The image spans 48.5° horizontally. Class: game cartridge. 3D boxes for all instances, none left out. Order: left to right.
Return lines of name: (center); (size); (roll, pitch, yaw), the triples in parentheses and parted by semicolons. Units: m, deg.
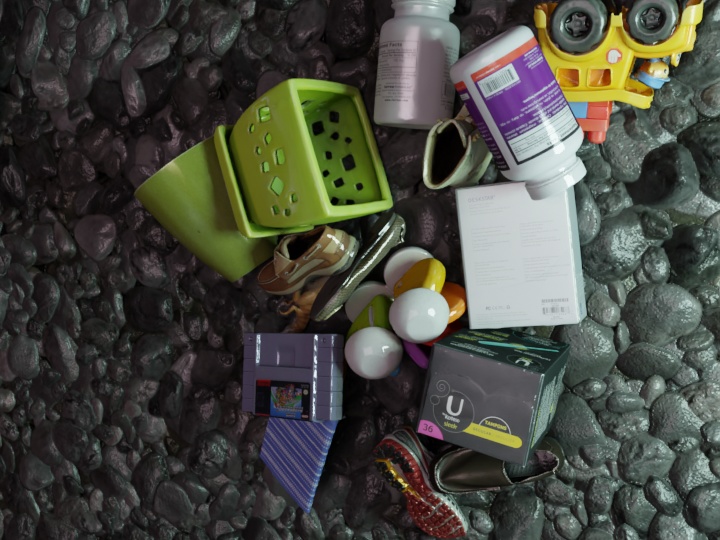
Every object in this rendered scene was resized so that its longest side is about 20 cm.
game cartridge: (-0.107, 0.159, 1.208); (0.200, 0.038, 0.130); (-4, 79, 42)

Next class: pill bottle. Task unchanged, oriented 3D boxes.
pill bottle: (0.082, -0.305, 1.132); (0.114, 0.114, 0.201); (8, 98, 23)
pill bottle: (0.202, -0.193, 0.997); (0.112, 0.112, 0.200); (-26, 103, 24)

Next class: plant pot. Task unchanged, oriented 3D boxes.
plant pot: (-0.222, -0.089, 1.267); (0.187, 0.187, 0.200); (-32, 96, 23)
plant pot: (-0.092, -0.154, 1.185); (0.181, 0.200, 0.200); (-18, 88, 32)

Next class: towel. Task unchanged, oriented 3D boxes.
towel: (-0.097, 0.260, 1.254); (0.145, 0.024, 0.201); (41, 126, 38)

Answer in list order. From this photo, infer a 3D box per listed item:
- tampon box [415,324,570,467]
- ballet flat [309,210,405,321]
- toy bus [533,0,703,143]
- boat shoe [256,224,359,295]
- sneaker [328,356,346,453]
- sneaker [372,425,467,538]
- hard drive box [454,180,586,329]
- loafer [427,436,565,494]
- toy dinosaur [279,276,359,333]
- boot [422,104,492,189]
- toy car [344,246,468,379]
tampon box: (0.185, 0.159, 1.085); (0.149, 0.200, 0.127); (14, 101, 22)
ballet flat: (0.000, 0.000, 1.165); (0.046, 0.067, 0.200); (43, 79, -23)
toy bus: (0.328, -0.262, 1.027); (0.199, 0.136, 0.193); (4, 111, 23)
boat shoe: (-0.091, -0.024, 1.190); (0.200, 0.076, 0.074); (-22, 131, 41)
sneaker: (-0.075, 0.205, 1.286); (0.092, 0.076, 0.201); (19, 108, 44)
sneaker: (0.104, 0.320, 1.207); (0.078, 0.082, 0.200); (-25, 102, 36)
hard drive box: (0.225, -0.025, 1.117); (0.155, 0.077, 0.201); (-4, 94, 24)
loafer: (0.192, 0.274, 1.135); (0.199, 0.071, 0.073); (-14, 80, 4)
toy dinosaur: (-0.075, 0.033, 1.268); (0.106, 0.060, 0.200); (46, 130, 6)
boot: (0.153, -0.203, 1.087); (0.072, 0.155, 0.201); (29, 107, 18)
toy car: (0.072, 0.078, 1.168); (0.150, 0.175, 0.200); (39, 113, -23)
